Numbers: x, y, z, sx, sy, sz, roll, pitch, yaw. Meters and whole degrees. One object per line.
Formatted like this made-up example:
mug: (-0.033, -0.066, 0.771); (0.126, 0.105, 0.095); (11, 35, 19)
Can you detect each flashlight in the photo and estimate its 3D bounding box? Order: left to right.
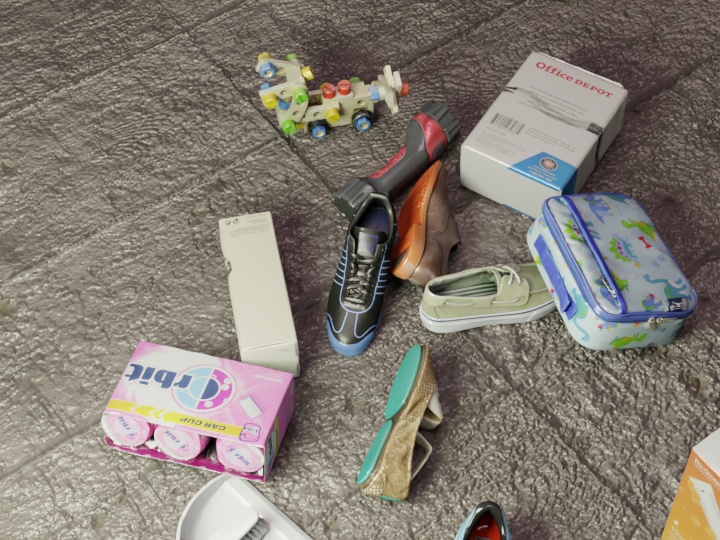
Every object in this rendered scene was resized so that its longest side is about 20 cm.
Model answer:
flashlight: (0.045, -0.140, 1.833); (0.200, 0.068, 0.068); (-41, 100, -22)

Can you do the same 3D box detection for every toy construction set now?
toy construction set: (-0.036, -0.234, 1.860); (0.199, 0.131, 0.092); (1, 53, 1)

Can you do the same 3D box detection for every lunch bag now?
lunch bag: (0.295, -0.001, 1.684); (0.160, 0.083, 0.201); (-1, 50, -25)

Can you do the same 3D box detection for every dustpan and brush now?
dustpan and brush: (-0.161, 0.305, 1.499); (0.139, 0.057, 0.200); (37, 62, 25)

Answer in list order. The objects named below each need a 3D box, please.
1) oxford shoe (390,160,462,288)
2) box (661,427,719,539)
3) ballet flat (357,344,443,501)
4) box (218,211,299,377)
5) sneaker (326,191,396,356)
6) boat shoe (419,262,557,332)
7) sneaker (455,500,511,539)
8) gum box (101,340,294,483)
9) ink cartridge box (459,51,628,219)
oxford shoe: (0.090, -0.055, 1.777); (0.073, 0.071, 0.201); (28, 49, -14)
box: (0.399, 0.249, 1.446); (0.097, 0.200, 0.124); (-31, 58, -21)
ballet flat: (0.056, 0.177, 1.602); (0.065, 0.071, 0.201); (31, 58, -10)
box: (-0.122, 0.032, 1.694); (0.068, 0.082, 0.201); (-9, 52, -6)
sneaker: (0.000, 0.000, 1.701); (0.070, 0.078, 0.201); (9, 66, 6)
boat shoe: (0.169, 0.026, 1.704); (0.199, 0.062, 0.072); (-15, 54, -12)
sneaker: (0.116, 0.328, 1.459); (0.078, 0.090, 0.201); (5, 54, 5)
gum box: (-0.185, 0.157, 1.597); (0.199, 0.066, 0.114); (11, 44, 10)
ink cartridge box: (0.240, -0.174, 1.839); (0.144, 0.084, 0.200); (27, 59, 19)
